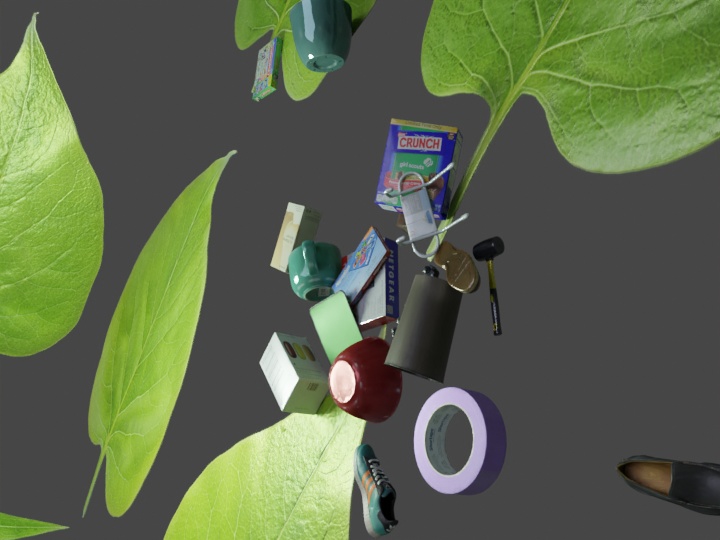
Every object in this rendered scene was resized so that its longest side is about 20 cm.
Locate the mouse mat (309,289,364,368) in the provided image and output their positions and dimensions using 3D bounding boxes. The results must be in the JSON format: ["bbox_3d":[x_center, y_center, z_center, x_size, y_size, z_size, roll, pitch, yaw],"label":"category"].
[{"bbox_3d":[-0.052,0.167,1.690,0.160,0.007,0.205,-29,82,45],"label":"mouse mat"}]

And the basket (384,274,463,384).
[{"bbox_3d":[0.142,0.123,1.420,0.180,0.132,0.206,105,-178,-82],"label":"basket"}]

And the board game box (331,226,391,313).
[{"bbox_3d":[0.000,0.000,1.665,0.202,0.019,0.104,-55,42,23],"label":"board game box"}]

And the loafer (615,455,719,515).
[{"bbox_3d":[0.472,0.313,0.969,0.197,0.071,0.075,-10,68,50],"label":"loafer"}]

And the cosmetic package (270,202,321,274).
[{"bbox_3d":[-0.194,-0.093,1.993,0.104,0.070,0.206,16,90,53],"label":"cosmetic package"}]

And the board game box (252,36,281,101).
[{"bbox_3d":[-0.347,-0.751,2.472,0.133,0.029,0.206,-14,67,51],"label":"board game box"}]

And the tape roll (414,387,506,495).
[{"bbox_3d":[0.196,0.341,1.327,0.198,0.064,0.206,-24,58,45],"label":"tape roll"}]

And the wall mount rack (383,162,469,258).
[{"bbox_3d":[0.147,-0.140,1.448,0.169,0.074,0.206,-18,76,15],"label":"wall mount rack"}]

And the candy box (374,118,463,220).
[{"bbox_3d":[0.137,-0.237,1.545,0.164,0.077,0.206,11,84,18],"label":"candy box"}]

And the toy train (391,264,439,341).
[{"bbox_3d":[0.129,0.083,1.538,0.046,0.034,0.204,37,107,38],"label":"toy train"}]

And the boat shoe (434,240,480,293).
[{"bbox_3d":[0.217,0.000,1.391,0.073,0.071,0.200,-59,21,10],"label":"boat shoe"}]

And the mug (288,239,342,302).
[{"bbox_3d":[-0.126,0.009,1.772,0.150,0.183,0.117,-28,58,31],"label":"mug"}]

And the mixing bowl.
[{"bbox_3d":[-0.006,0.260,1.559,0.197,0.106,0.207,-5,83,48],"label":"mixing bowl"}]

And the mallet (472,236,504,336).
[{"bbox_3d":[0.279,0.028,1.361,0.065,0.040,0.206,-33,57,45],"label":"mallet"}]

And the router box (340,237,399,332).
[{"bbox_3d":[0.022,0.041,1.678,0.178,0.048,0.206,-24,59,46],"label":"router box"}]

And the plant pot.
[{"bbox_3d":[-0.114,-0.708,2.025,0.198,0.197,0.166,-14,80,49],"label":"plant pot"}]

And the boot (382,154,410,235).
[{"bbox_3d":[0.108,-0.189,1.644,0.184,0.063,0.207,6,86,51],"label":"boot"}]

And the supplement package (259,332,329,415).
[{"bbox_3d":[-0.180,0.278,1.802,0.111,0.112,0.201,-60,39,19],"label":"supplement package"}]

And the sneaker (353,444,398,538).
[{"bbox_3d":[0.041,0.482,1.481,0.079,0.070,0.205,-35,56,34],"label":"sneaker"}]
